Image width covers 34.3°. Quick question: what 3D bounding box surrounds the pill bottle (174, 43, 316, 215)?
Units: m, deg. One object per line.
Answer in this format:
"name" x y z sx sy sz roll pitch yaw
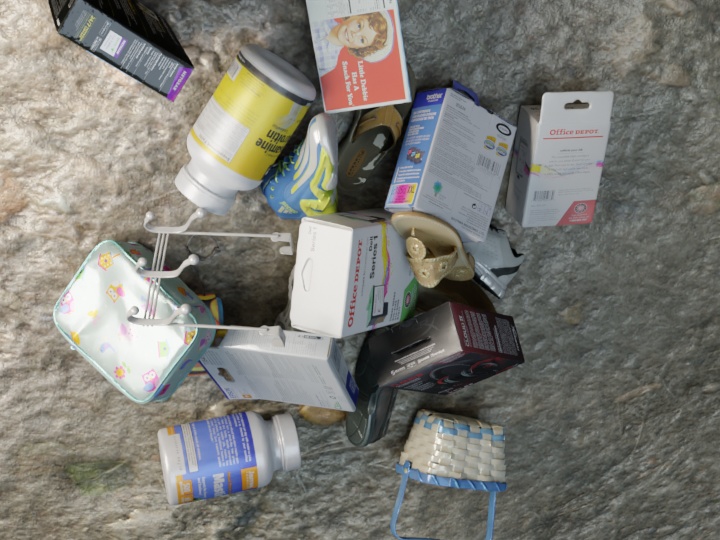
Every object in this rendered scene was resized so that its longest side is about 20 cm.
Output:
"pill bottle" -0.150 -0.175 1.474 0.111 0.112 0.201 26 107 -28

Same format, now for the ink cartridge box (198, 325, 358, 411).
"ink cartridge box" -0.115 0.134 1.602 0.197 0.041 0.200 4 154 13

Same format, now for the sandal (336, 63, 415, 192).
"sandal" 0.020 -0.187 1.558 0.079 0.054 0.202 18 111 -26

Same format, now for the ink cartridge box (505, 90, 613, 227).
"ink cartridge box" 0.281 -0.168 1.648 0.115 0.068 0.203 -4 120 -17

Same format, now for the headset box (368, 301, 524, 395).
"headset box" 0.117 0.113 1.648 0.147 0.076 0.199 -26 157 30

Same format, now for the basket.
"basket" 0.143 0.328 1.818 0.174 0.139 0.203 13 83 -24

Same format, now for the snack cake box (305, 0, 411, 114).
"snack cake box" -0.005 -0.307 1.452 0.113 0.067 0.203 -8 115 3

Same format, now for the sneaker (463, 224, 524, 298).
"sneaker" 0.162 -0.045 1.683 0.080 0.074 0.200 -49 127 -1

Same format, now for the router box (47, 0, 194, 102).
"router box" -0.277 -0.277 1.323 0.148 0.200 0.051 29 104 -29

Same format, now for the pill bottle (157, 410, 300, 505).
"pill bottle" -0.191 0.268 1.703 0.197 0.112 0.114 -9 120 -12

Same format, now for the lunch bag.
"lunch bag" -0.298 0.067 1.521 0.161 0.200 0.077 -53 164 13

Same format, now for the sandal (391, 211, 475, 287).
"sandal" 0.103 -0.007 1.556 0.077 0.071 0.211 -4 159 25

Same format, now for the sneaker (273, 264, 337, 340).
"sneaker" -0.058 0.052 1.660 0.098 0.078 0.202 8 124 -29

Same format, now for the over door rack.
"over door rack" -0.181 0.003 1.450 0.197 0.150 0.067 8 151 -6

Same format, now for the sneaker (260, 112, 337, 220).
"sneaker" -0.081 -0.124 1.521 0.103 0.077 0.201 1 141 -1

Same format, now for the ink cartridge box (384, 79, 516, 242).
"ink cartridge box" 0.126 -0.154 1.561 0.135 0.076 0.203 23 80 -34

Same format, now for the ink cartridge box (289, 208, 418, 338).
"ink cartridge box" 0.000 0.000 1.559 0.199 0.083 0.147 -11 110 -58

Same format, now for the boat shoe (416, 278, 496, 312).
"boat shoe" 0.124 0.045 1.717 0.069 0.074 0.199 -37 133 29

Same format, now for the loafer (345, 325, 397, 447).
"loafer" 0.030 0.171 1.757 0.062 0.072 0.203 -3 119 -40

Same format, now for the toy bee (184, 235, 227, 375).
"toy bee" -0.223 0.072 1.588 0.129 0.109 0.202 -20 122 -5
